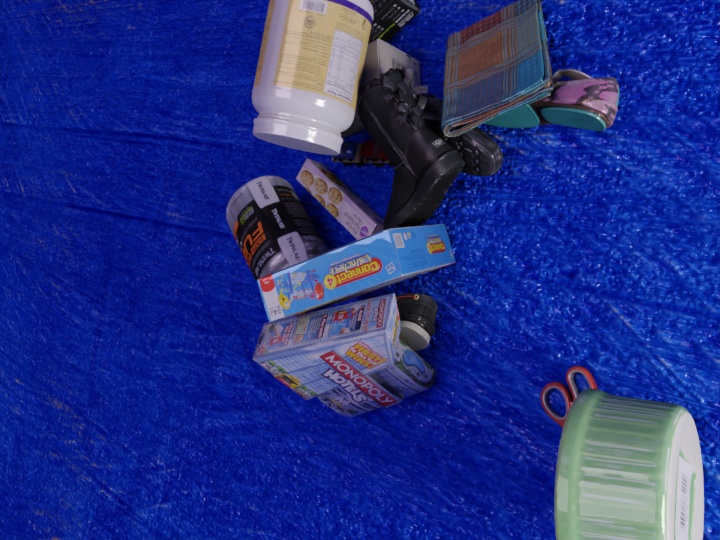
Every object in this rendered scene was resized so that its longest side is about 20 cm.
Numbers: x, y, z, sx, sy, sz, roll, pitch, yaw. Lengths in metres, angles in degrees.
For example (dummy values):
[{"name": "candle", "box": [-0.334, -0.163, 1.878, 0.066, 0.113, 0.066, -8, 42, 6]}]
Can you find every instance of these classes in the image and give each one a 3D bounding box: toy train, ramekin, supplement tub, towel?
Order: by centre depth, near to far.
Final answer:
[{"name": "ramekin", "box": [0.265, 0.219, 0.746, 0.096, 0.198, 0.206, -3, 80, 33]}, {"name": "towel", "box": [0.166, -0.262, 0.974, 0.144, 0.022, 0.203, -21, 44, 29]}, {"name": "supplement tub", "box": [-0.067, -0.269, 1.036, 0.143, 0.144, 0.205, 13, 92, 43]}, {"name": "toy train", "box": [0.025, -0.172, 1.137, 0.197, 0.045, 0.035, 8, 87, 43]}, {"name": "supplement tub", "box": [-0.121, -0.038, 1.196, 0.123, 0.121, 0.202, -49, 53, 24]}]

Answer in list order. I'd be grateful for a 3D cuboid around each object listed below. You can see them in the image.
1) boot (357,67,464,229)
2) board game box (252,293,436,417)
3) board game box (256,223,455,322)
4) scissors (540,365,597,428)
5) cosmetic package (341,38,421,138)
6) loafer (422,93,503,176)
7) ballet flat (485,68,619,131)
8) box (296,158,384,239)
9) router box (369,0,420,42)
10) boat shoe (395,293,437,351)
[{"name": "boot", "box": [0.049, -0.154, 1.038, 0.164, 0.072, 0.199, 56, 146, 16]}, {"name": "board game box", "box": [-0.001, 0.115, 1.003, 0.198, 0.199, 0.063, -26, 35, 37]}, {"name": "board game box", "box": [0.000, 0.000, 1.000, 0.192, 0.199, 0.057, -20, 86, 26]}, {"name": "scissors", "box": [0.255, 0.211, 0.874, 0.072, 0.014, 0.205, -27, 63, 34]}, {"name": "cosmetic package", "box": [-0.015, -0.260, 1.153, 0.197, 0.102, 0.075, -16, 72, 41]}, {"name": "loafer", "box": [0.123, -0.188, 1.031, 0.200, 0.069, 0.069, 41, 150, 43]}, {"name": "ballet flat", "box": [0.226, -0.214, 0.954, 0.197, 0.069, 0.072, 12, 72, 41]}, {"name": "box", "box": [-0.028, -0.103, 1.178, 0.200, 0.038, 0.042, 47, 114, 37]}, {"name": "router box", "box": [-0.014, -0.405, 1.206, 0.199, 0.061, 0.153, -34, 61, 33]}, {"name": "boat shoe", "box": [0.028, 0.077, 1.080, 0.199, 0.073, 0.064, -15, 42, 48]}]
